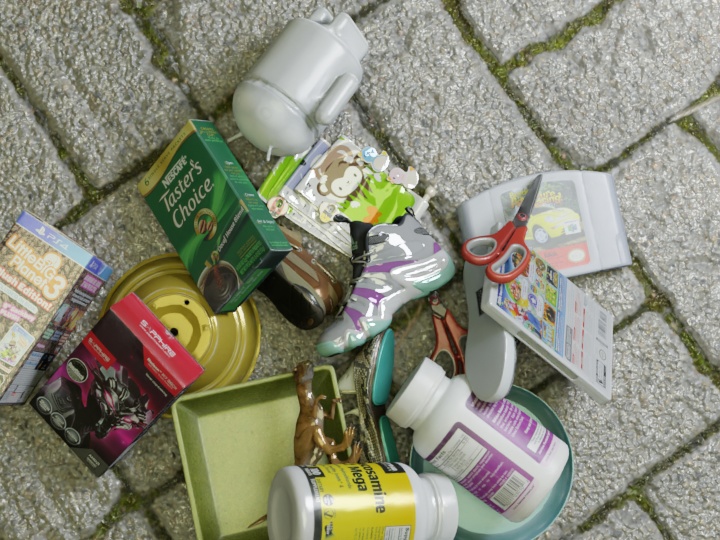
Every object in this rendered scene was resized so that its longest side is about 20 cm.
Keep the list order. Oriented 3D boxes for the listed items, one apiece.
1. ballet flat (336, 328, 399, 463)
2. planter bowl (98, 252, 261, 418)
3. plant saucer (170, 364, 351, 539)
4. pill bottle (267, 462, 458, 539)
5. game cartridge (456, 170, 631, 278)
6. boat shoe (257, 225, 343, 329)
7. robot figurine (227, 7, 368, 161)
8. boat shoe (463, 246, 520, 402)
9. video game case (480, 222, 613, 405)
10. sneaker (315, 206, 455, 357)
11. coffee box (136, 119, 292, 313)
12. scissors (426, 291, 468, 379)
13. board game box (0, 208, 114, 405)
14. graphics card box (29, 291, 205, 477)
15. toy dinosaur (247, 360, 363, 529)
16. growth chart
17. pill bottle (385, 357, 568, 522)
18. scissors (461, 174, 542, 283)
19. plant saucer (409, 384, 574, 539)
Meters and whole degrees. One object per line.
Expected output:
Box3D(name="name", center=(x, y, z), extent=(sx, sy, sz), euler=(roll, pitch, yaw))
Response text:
Box3D(name="ballet flat", center=(0.006, 0.168, 1.627), extent=(0.075, 0.068, 0.202), euler=(-5, 86, 20))
Box3D(name="planter bowl", center=(-0.218, 0.075, 1.611), extent=(0.199, 0.083, 0.202), euler=(0, 85, -3))
Box3D(name="plant saucer", center=(-0.110, 0.230, 1.614), extent=(0.198, 0.048, 0.202), euler=(-12, 85, -8))
Box3D(name="pill bottle", center=(0.004, 0.273, 1.529), extent=(0.199, 0.112, 0.113), euler=(1, 84, -24))
Box3D(name="game cartridge", center=(0.223, -0.051, 1.666), extent=(0.198, 0.041, 0.134), euler=(-12, 82, -4))
Box3D(name="boat shoe", center=(-0.102, -0.016, 1.637), extent=(0.200, 0.076, 0.074), euler=(46, 52, 10))
Box3D(name="robot figurine", center=(-0.075, -0.218, 1.621), extent=(0.200, 0.169, 0.113), euler=(-53, 131, -13))
Box3D(name="boat shoe", center=(0.160, 0.062, 1.571), extent=(0.056, 0.069, 0.201), euler=(22, 52, -32))
Box3D(name="video game case", center=(0.221, 0.049, 1.585), extent=(0.200, 0.144, 0.018), euler=(38, 128, -21))
Box3D(name="sneaker", center=(0.000, 0.000, 1.591), extent=(0.200, 0.078, 0.140), euler=(-36, 94, -23))
Box3D(name="coffee box", center=(-0.174, -0.063, 1.589), extent=(0.123, 0.044, 0.201), euler=(-45, 66, 29))
Box3D(name="scissors", center=(0.101, 0.047, 1.645), extent=(0.073, 0.014, 0.202), euler=(-12, 80, -2))
Box3D(name="board game box", center=(-0.388, 0.047, 1.567), extent=(0.097, 0.159, 0.201), euler=(33, 84, 1))
Box3D(name="graphics card box", center=(-0.283, 0.134, 1.566), extent=(0.126, 0.051, 0.200), euler=(47, 123, 1))
Box3D(name="toy dinosaur", center=(-0.057, 0.208, 1.580), extent=(0.105, 0.060, 0.202), euler=(5, 81, 21))
Box3D(name="growth chart", center=(-0.020, -0.093, 1.668), extent=(0.199, 0.018, 0.145), euler=(27, 83, -1))
Box3D(name="pill bottle", center=(0.132, 0.191, 1.576), extent=(0.199, 0.112, 0.113), euler=(37, 84, 1))
Box3D(name="scissors", center=(0.188, -0.049, 1.573), extent=(0.073, 0.014, 0.200), euler=(28, 44, 23))
Box3D(name="plant saucer", center=(0.157, 0.235, 1.641), extent=(0.198, 0.027, 0.202), euler=(0, 84, -2))
